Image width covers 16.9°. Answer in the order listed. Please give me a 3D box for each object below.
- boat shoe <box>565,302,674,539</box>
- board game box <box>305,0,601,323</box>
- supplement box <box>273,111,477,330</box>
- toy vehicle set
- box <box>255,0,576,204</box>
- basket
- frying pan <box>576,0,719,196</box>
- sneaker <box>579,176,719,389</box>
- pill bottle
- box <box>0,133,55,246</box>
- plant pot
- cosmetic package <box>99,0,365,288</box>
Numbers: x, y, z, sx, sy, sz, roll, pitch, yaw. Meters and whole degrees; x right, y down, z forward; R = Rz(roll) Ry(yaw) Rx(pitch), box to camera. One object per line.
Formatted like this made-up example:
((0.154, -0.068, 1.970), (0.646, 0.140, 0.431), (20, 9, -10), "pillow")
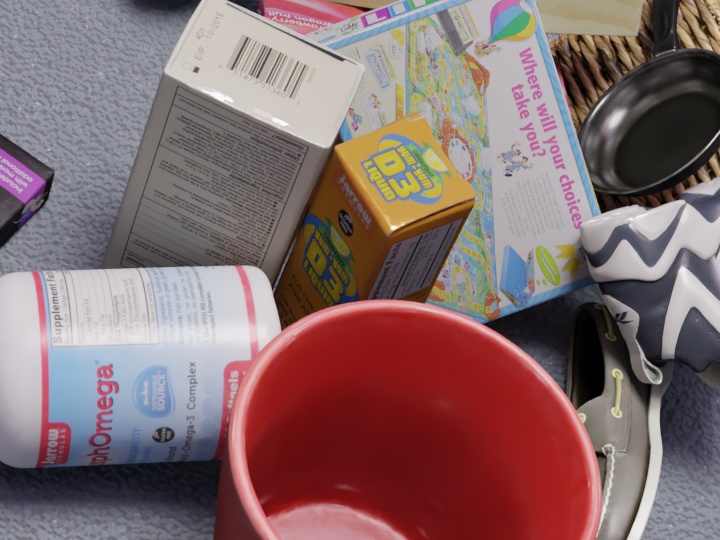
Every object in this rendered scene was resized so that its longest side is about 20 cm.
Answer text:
((0.145, 0.100, 1.448), (0.060, 0.072, 0.202), (21, 45, -7), "boat shoe")
((0.062, -0.068, 1.446), (0.134, 0.201, 0.034), (-19, 21, 1), "board game box")
((0.000, 0.000, 1.385), (0.068, 0.200, 0.067), (-20, 64, -30), "supplement box")
((0.063, -0.175, 1.545), (0.199, 0.027, 0.124), (13, 11, 36), "toy vehicle set")
((0.023, -0.093, 1.510), (0.199, 0.095, 0.103), (13, 30, -10), "box")
((0.229, -0.092, 1.621), (0.142, 0.149, 0.201), (14, 43, -53), "basket")
((0.177, -0.110, 1.518), (0.031, 0.115, 0.191), (47, 17, -33), "frying pan")
((0.234, 0.010, 1.454), (0.198, 0.079, 0.131), (-17, 98, -27), "sneaker")
((-0.148, 0.054, 1.349), (0.198, 0.109, 0.109), (-2, 56, -13), "pill bottle")
((-0.292, -0.030, 1.410), (0.143, 0.036, 0.200), (34, 53, 6), "box")
((0.007, 0.145, 1.299), (0.199, 0.178, 0.201), (10, 52, -13), "plant pot")
((-0.077, -0.053, 1.397), (0.105, 0.200, 0.071), (25, 50, -1), "cosmetic package")
